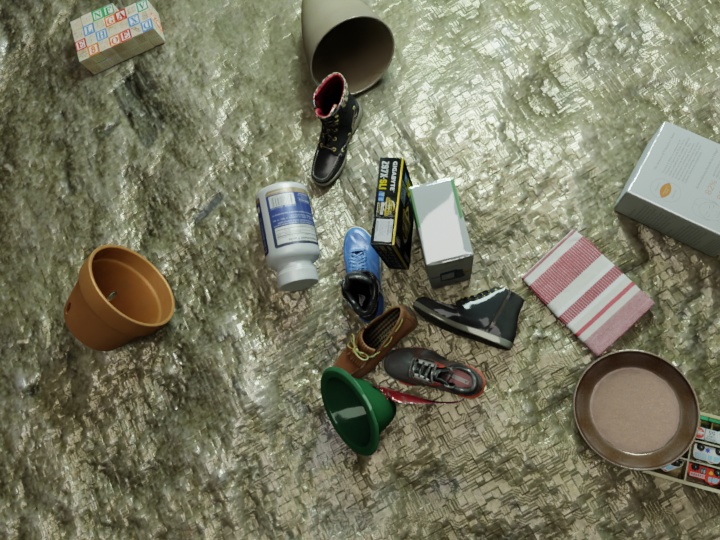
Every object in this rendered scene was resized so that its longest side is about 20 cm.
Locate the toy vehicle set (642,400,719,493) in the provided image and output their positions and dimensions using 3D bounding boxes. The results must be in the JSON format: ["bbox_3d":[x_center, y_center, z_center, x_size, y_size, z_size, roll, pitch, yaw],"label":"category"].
[{"bbox_3d":[0.594,0.310,1.016,0.198,0.027,0.126,12,81,13],"label":"toy vehicle set"}]

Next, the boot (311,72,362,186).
[{"bbox_3d":[-0.062,-0.286,1.206,0.073,0.151,0.202,24,83,15],"label":"boot"}]

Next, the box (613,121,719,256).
[{"bbox_3d":[0.594,-0.145,1.071,0.199,0.106,0.153,30,85,15],"label":"box"}]

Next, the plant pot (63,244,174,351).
[{"bbox_3d":[-0.501,0.070,1.206,0.140,0.200,0.201,-39,73,17],"label":"plant pot"}]

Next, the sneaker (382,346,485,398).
[{"bbox_3d":[0.133,0.184,1.103,0.198,0.082,0.078,9,81,16],"label":"sneaker"}]

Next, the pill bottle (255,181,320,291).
[{"bbox_3d":[-0.142,-0.066,1.195,0.110,0.111,0.202,-15,76,7],"label":"pill bottle"}]

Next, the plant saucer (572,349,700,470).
[{"bbox_3d":[0.475,0.241,1.030,0.198,0.037,0.203,-9,70,25],"label":"plant saucer"}]

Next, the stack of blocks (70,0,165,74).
[{"bbox_3d":[-0.577,-0.568,1.414,0.198,0.059,0.116,-21,75,6],"label":"stack of blocks"}]

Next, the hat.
[{"bbox_3d":[0.048,0.242,1.130,0.175,0.167,0.200,-21,59,-33],"label":"hat"}]

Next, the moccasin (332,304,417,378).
[{"bbox_3d":[0.019,0.139,1.122,0.201,0.077,0.074,-38,56,20],"label":"moccasin"}]

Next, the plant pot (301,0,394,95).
[{"bbox_3d":[-0.049,-0.509,1.251,0.186,0.188,0.201,-26,60,4],"label":"plant pot"}]

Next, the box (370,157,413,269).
[{"bbox_3d":[0.065,-0.101,1.117,0.049,0.200,0.162,3,78,13],"label":"box"}]

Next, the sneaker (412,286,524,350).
[{"bbox_3d":[0.204,0.068,1.126,0.198,0.075,0.107,21,78,5],"label":"sneaker"}]

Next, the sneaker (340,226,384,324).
[{"bbox_3d":[0.001,0.000,1.153,0.076,0.111,0.203,-10,76,9],"label":"sneaker"}]

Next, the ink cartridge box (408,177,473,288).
[{"bbox_3d":[0.149,-0.062,1.093,0.086,0.200,0.147,-13,75,4],"label":"ink cartridge box"}]

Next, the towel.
[{"bbox_3d":[0.422,0.040,1.111,0.144,0.023,0.200,-42,72,2],"label":"towel"}]
